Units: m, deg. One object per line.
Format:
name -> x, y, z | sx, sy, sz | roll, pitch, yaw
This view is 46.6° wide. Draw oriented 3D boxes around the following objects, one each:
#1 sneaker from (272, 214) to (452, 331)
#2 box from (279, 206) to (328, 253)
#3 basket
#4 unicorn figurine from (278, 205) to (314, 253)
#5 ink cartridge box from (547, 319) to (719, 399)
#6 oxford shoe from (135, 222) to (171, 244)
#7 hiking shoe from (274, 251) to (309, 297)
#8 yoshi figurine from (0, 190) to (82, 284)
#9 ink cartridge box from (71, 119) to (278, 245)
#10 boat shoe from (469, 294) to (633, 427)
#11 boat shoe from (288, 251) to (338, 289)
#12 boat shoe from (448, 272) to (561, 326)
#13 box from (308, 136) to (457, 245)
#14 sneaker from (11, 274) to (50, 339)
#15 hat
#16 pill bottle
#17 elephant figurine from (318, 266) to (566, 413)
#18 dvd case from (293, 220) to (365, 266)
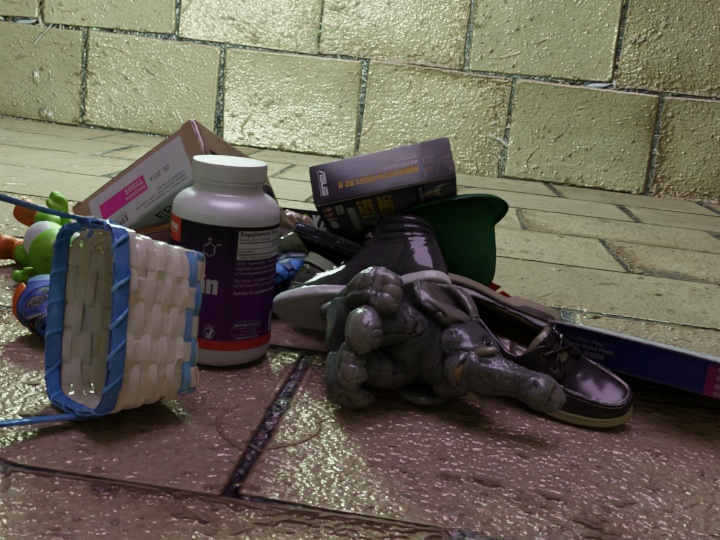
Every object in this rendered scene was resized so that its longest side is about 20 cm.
sneaker -> 0.000, 0.000, 0.906 | 0.197, 0.071, 0.100 | -12, 51, 14
box -> -0.056, -0.042, 1.228 | 0.196, 0.050, 0.160 | 7, -15, 0
basket -> -0.234, 0.041, 0.688 | 0.138, 0.180, 0.198 | -1, -9, 43
unicorn figurine -> -0.112, -0.015, 1.103 | 0.135, 0.075, 0.200 | 2, -21, -23
ink cartridge box -> 0.307, 0.096, 0.886 | 0.194, 0.044, 0.199 | 14, 2, 27
oxford shoe -> -0.234, -0.009, 0.973 | 0.198, 0.071, 0.073 | -30, 40, 11
hiking shoe -> -0.124, 0.028, 1.016 | 0.197, 0.076, 0.087 | -7, 23, -10
yoshi figurine -> -0.402, -0.034, 1.067 | 0.198, 0.114, 0.111 | 20, 35, 38
ink cartridge box -> -0.228, -0.079, 1.048 | 0.198, 0.076, 0.164 | -32, -23, 16
boat shoe -> 0.175, 0.087, 0.826 | 0.198, 0.066, 0.073 | 23, 42, 24
boat shoe -> 0.001, 0.052, 0.955 | 0.200, 0.061, 0.072 | 33, -8, 27
boat shoe -> 0.121, 0.056, 0.928 | 0.197, 0.069, 0.075 | 15, -21, 6
box -> 0.034, -0.080, 0.979 | 0.156, 0.049, 0.200 | -11, -15, 4
sneaker -> -0.262, 0.043, 0.892 | 0.197, 0.076, 0.078 | -10, 28, -25
hat -> 0.119, 0.022, 0.970 | 0.197, 0.179, 0.166 | -14, -16, 9
pill bottle -> -0.142, -0.012, 0.863 | 0.110, 0.203, 0.113 | 5, 13, -1
elephant figurine -> 0.070, 0.078, 0.799 | 0.197, 0.142, 0.157 | 10, 53, -15
dvd case -> 0.004, -0.002, 1.048 | 0.147, 0.016, 0.200 | 21, -12, 14
